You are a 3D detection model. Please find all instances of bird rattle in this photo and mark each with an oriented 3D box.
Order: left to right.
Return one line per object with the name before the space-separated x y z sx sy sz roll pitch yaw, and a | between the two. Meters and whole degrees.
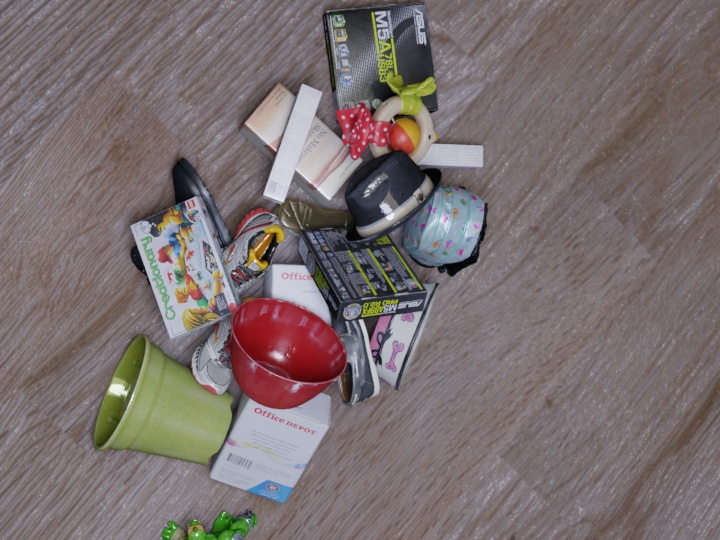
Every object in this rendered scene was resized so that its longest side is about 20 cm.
bird rattle | 0.062 -0.248 1.583 0.200 0.112 0.164 -48 123 -21

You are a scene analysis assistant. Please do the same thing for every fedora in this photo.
fedora | 0.038 -0.136 1.530 0.200 0.200 0.092 -39 108 -10

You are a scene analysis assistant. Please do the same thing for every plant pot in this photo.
plant pot | -0.320 0.234 1.522 0.183 0.200 0.202 26 84 -23

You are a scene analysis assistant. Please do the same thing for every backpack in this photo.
backpack | 0.146 -0.077 1.611 0.125 0.200 0.169 8 89 -13

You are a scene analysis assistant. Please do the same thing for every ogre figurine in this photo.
ogre figurine | -0.271 0.469 1.557 0.197 0.120 0.100 4 89 -14

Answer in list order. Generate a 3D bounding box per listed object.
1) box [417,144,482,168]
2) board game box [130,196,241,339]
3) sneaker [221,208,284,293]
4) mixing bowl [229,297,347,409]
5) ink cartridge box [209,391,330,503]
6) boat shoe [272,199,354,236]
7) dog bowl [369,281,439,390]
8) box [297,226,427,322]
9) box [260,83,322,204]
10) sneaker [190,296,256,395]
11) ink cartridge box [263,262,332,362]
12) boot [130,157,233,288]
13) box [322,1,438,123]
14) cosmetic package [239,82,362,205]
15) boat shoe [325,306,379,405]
box | 0.127 -0.212 1.680 0.197 0.039 0.042 -1 90 -13
board game box | -0.286 -0.004 1.496 0.125 0.035 0.202 -23 84 9
sneaker | -0.203 -0.012 1.534 0.078 0.082 0.201 34 91 -35
mixing bowl | -0.132 0.149 1.467 0.198 0.201 0.109 21 121 -12
ink cartridge box | -0.153 0.282 1.554 0.143 0.085 0.201 23 121 -12
boat shoe | -0.063 -0.073 1.642 0.198 0.063 0.074 17 82 -19
dog bowl | 0.071 0.104 1.605 0.073 0.200 0.202 21 85 8
box | 0.000 0.000 1.532 0.158 0.201 0.045 -6 129 -25
box | -0.117 -0.213 1.541 0.041 0.039 0.202 19 87 -13
sneaker | -0.222 0.120 1.533 0.078 0.082 0.201 35 44 -20
ink cartridge box | -0.096 0.089 1.606 0.143 0.085 0.203 1 89 -15
boot | -0.323 -0.069 1.563 0.167 0.076 0.202 -29 103 -15
box | 0.037 -0.379 1.662 0.191 0.047 0.203 -7 93 -12
cosmetic package | -0.106 -0.221 1.608 0.200 0.087 0.104 40 81 -10
boat shoe | -0.025 0.127 1.534 0.067 0.072 0.203 -18 98 -28
